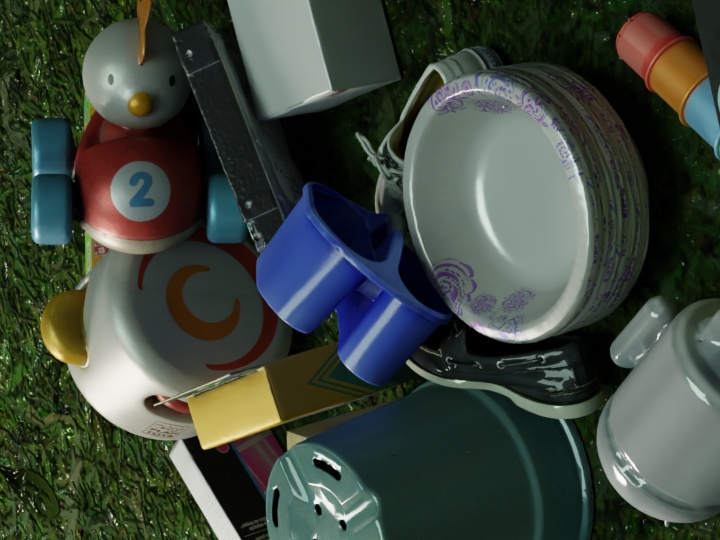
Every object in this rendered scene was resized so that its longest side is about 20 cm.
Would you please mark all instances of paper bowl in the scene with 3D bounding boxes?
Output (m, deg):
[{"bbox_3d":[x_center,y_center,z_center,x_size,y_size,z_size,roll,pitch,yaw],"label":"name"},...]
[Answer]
[{"bbox_3d":[0.132,-0.053,1.556,0.200,0.104,0.201,19,115,46],"label":"paper bowl"}]

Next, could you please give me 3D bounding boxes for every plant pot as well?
[{"bbox_3d":[0.045,0.183,1.665,0.200,0.196,0.201,19,115,46],"label":"plant pot"}]

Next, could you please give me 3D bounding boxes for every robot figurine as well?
[{"bbox_3d":[0.237,0.099,1.464,0.170,0.113,0.200,58,138,24],"label":"robot figurine"}]

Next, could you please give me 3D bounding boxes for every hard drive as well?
[{"bbox_3d":[-0.091,-0.106,1.803,0.038,0.140,0.200,-23,79,10],"label":"hard drive"}]

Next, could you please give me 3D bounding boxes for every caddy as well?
[{"bbox_3d":[0.000,0.000,1.645,0.141,0.200,0.105,38,100,-12],"label":"caddy"}]

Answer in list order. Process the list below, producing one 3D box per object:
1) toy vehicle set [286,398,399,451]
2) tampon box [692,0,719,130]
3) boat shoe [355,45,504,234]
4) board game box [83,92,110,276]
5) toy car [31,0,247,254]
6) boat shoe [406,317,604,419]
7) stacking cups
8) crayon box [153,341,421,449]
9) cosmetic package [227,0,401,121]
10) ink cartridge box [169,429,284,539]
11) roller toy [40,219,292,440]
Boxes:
[{"bbox_3d":[-0.002,0.218,1.791,0.026,0.124,0.200,15,113,48],"label":"toy vehicle set"},{"bbox_3d":[0.292,-0.193,1.292,0.150,0.126,0.200,-11,93,53],"label":"tampon box"},{"bbox_3d":[0.039,-0.094,1.670,0.075,0.086,0.202,60,142,21],"label":"boat shoe"},{"bbox_3d":[-0.252,-0.082,2.030,0.096,0.030,0.200,155,112,-79],"label":"board game box"},{"bbox_3d":[-0.189,-0.136,1.808,0.177,0.184,0.200,-101,13,-53],"label":"toy car"},{"bbox_3d":[0.105,0.057,1.638,0.199,0.074,0.066,22,127,51],"label":"boat shoe"},{"bbox_3d":[0.245,-0.102,1.435,0.200,0.060,0.061,45,133,35],"label":"stacking cups"},{"bbox_3d":[-0.053,0.097,1.756,0.126,0.200,0.052,-23,83,52],"label":"crayon box"},{"bbox_3d":[-0.050,-0.233,1.746,0.113,0.081,0.200,-13,92,52],"label":"cosmetic package"},{"bbox_3d":[-0.085,0.227,1.922,0.200,0.095,0.037,58,138,21],"label":"ink cartridge box"},{"bbox_3d":[-0.168,0.055,1.895,0.183,0.200,0.140,50,141,-1],"label":"roller toy"}]
